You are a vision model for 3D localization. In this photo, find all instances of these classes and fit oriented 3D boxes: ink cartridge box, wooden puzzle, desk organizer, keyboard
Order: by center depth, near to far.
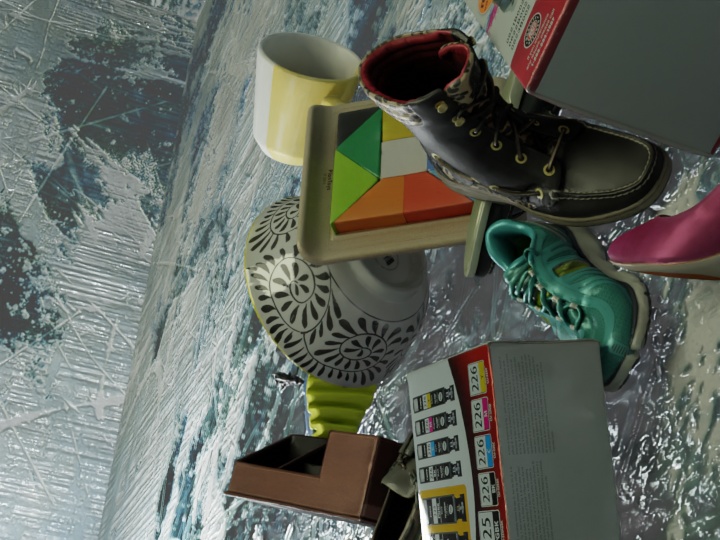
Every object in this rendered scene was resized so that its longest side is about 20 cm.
[{"bbox_3d":[0.091,0.159,0.795,0.176,0.084,0.201,145,122,-65],"label":"ink cartridge box"},{"bbox_3d":[0.176,-0.197,0.808,0.200,0.144,0.146,-105,34,-60],"label":"ink cartridge box"},{"bbox_3d":[0.044,-0.096,1.068,0.037,0.199,0.185,71,-163,-52],"label":"wooden puzzle"},{"bbox_3d":[-0.035,0.193,1.134,0.200,0.072,0.077,-1,70,47],"label":"desk organizer"},{"bbox_3d":[-0.079,0.097,1.565,0.200,0.021,0.128,163,121,-71],"label":"keyboard"}]

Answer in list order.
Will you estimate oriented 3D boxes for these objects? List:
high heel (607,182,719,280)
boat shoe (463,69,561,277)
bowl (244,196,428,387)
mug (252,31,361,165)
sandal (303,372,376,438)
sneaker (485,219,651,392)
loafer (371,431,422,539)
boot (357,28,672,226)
[{"bbox_3d":[0.213,-0.046,0.678,0.200,0.067,0.096,170,105,-66],"label":"high heel"},{"bbox_3d":[0.134,-0.083,0.976,0.075,0.066,0.200,113,173,-72],"label":"boat shoe"},{"bbox_3d":[0.000,0.000,1.124,0.094,0.200,0.201,-33,42,41],"label":"bowl"},{"bbox_3d":[-0.085,-0.223,1.666,0.187,0.149,0.154,-90,14,-57],"label":"mug"},{"bbox_3d":[-0.033,0.170,1.268,0.087,0.079,0.201,127,154,-59],"label":"sandal"},{"bbox_3d":[0.140,0.020,0.842,0.200,0.079,0.078,-117,45,-63],"label":"sneaker"},{"bbox_3d":[0.041,0.202,1.022,0.072,0.063,0.201,168,116,-71],"label":"loafer"},{"bbox_3d":[0.103,-0.101,0.842,0.200,0.151,0.073,16,75,42],"label":"boot"}]
